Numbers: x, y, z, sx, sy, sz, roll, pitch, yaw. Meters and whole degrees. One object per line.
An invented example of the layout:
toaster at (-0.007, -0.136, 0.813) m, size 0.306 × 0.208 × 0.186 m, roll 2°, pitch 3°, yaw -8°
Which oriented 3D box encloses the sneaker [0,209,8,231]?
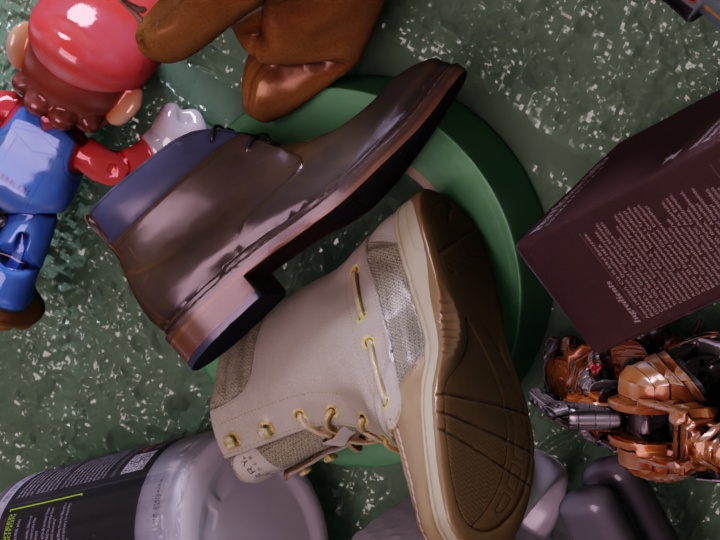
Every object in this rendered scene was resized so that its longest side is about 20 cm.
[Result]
sneaker at (-0.263, -0.056, 1.590) m, size 0.200 × 0.072 × 0.072 m, roll 33°, pitch 85°, yaw 3°

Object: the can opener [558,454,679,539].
can opener at (0.146, 0.187, 1.425) m, size 0.067 × 0.053 × 0.200 m, roll -14°, pitch 112°, yaw 40°

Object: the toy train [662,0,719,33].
toy train at (0.212, -0.141, 1.328) m, size 0.200 × 0.085 × 0.114 m, roll 41°, pitch 129°, yaw 9°

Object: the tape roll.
tape roll at (0.000, 0.000, 1.477) m, size 0.200 × 0.048 × 0.201 m, roll 6°, pitch 104°, yaw 25°

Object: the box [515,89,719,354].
box at (0.174, -0.040, 1.310) m, size 0.075 × 0.100 × 0.200 m, roll 51°, pitch 142°, yaw -6°

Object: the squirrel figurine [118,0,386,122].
squirrel figurine at (-0.046, -0.184, 1.366) m, size 0.200 × 0.187 × 0.142 m, roll -25°, pitch 68°, yaw 19°

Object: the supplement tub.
supplement tub at (-0.125, 0.159, 1.522) m, size 0.200 × 0.122 × 0.123 m, roll -15°, pitch 95°, yaw 40°

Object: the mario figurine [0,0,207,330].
mario figurine at (-0.163, -0.071, 1.524) m, size 0.200 × 0.123 × 0.106 m, roll -58°, pitch 36°, yaw 15°

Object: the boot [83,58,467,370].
boot at (-0.044, -0.053, 1.398) m, size 0.200 × 0.075 × 0.097 m, roll -45°, pitch 81°, yaw 3°

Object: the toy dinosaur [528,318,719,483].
toy dinosaur at (0.159, 0.072, 1.363) m, size 0.200 × 0.135 × 0.102 m, roll -121°, pitch 32°, yaw -50°

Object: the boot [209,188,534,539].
boot at (0.001, 0.076, 1.388) m, size 0.155 × 0.072 × 0.200 m, roll -31°, pitch 49°, yaw 30°

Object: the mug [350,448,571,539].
mug at (0.045, 0.175, 1.423) m, size 0.148 × 0.175 × 0.200 m, roll 34°, pitch 114°, yaw 15°
